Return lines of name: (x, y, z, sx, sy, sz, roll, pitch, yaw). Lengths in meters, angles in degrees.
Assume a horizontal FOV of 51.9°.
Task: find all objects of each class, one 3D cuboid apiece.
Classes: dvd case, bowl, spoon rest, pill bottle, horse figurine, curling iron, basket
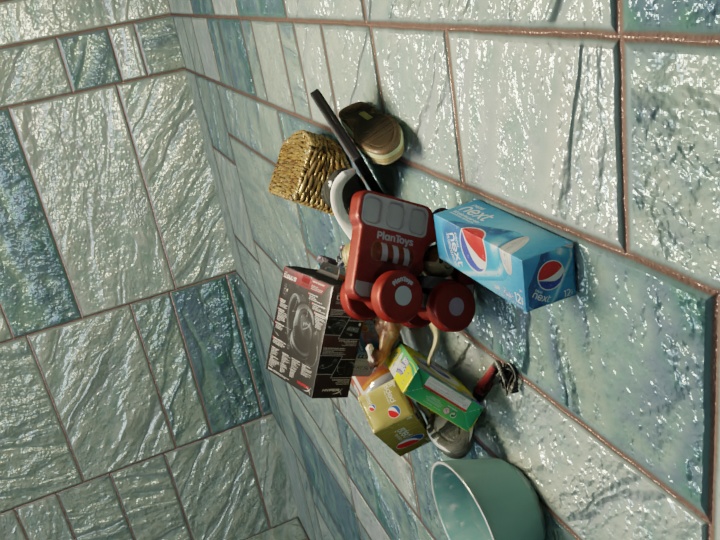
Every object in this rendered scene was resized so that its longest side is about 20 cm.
dvd case: (-0.012, -0.187, 1.180, 0.143, 0.018, 0.200, 58, -176, 22)
bowl: (0.195, 0.356, 1.078, 0.201, 0.105, 0.201, 162, 90, -74)
spoon rest: (0.014, -0.058, 1.143, 0.061, 0.099, 0.200, -31, 88, 32)
pill bottle: (0.017, 0.167, 1.437, 0.112, 0.112, 0.200, 90, 156, -46)
horse figurine: (0.051, 0.057, 1.194, 0.200, 0.050, 0.133, -56, -42, -59)
curling iron: (0.183, 0.175, 1.070, 0.200, 0.026, 0.050, 112, 140, -65)
basket: (-0.075, -0.189, 1.456, 0.200, 0.149, 0.143, 28, 100, 67)

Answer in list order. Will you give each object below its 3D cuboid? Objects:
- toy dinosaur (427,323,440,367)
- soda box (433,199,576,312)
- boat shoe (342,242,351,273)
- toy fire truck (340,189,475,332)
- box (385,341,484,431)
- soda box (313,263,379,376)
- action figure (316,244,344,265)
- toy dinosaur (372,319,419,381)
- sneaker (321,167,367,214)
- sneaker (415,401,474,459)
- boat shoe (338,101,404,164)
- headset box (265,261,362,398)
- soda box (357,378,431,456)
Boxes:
toy dinosaur: (0.101, 0.046, 1.118, 0.200, 0.047, 0.088, -91, -4, -56)
soda box: (0.163, -0.023, 0.864, 0.200, 0.068, 0.064, -141, 37, -61)
boat shoe: (0.000, -0.002, 1.234, 0.201, 0.063, 0.073, 32, -130, -73)
toy fire truck: (0.071, -0.009, 0.985, 0.112, 0.200, 0.168, -1, 79, 62)
box: (0.106, 0.168, 1.121, 0.117, 0.048, 0.200, 32, -179, -9)
soda box: (-0.029, 0.082, 1.256, 0.068, 0.064, 0.200, -53, 48, 32)
action figure: (-0.052, 0.034, 1.412, 0.069, 0.130, 0.200, 39, -150, -20)
toy dinosaur: (0.049, 0.128, 1.311, 0.136, 0.086, 0.200, 114, 146, -67)
sneaker: (0.008, -0.095, 1.231, 0.091, 0.076, 0.200, 41, 176, 40)
sneaker: (0.148, 0.253, 1.184, 0.085, 0.074, 0.200, 62, -178, -15)
boat shoe: (0.025, -0.199, 1.145, 0.200, 0.072, 0.076, -116, 4, -57)
headset box: (-0.071, 0.087, 1.195, 0.149, 0.077, 0.200, 18, 99, 51)
soda box: (0.059, 0.239, 1.181, 0.064, 0.068, 0.200, 64, -177, 28)
